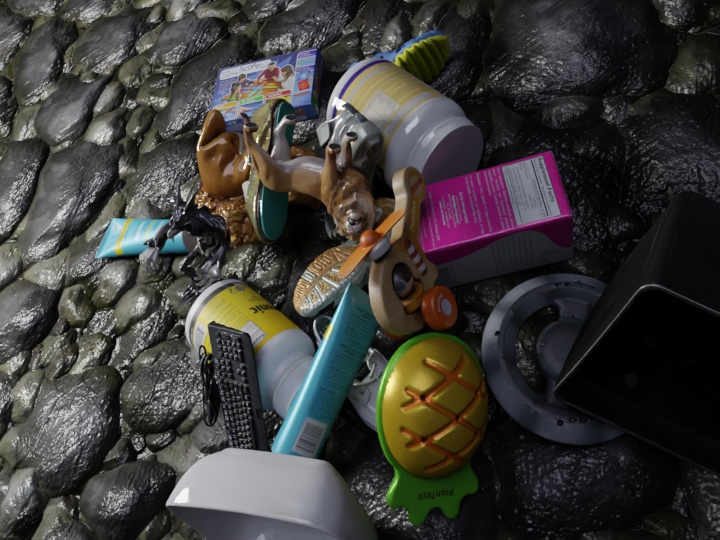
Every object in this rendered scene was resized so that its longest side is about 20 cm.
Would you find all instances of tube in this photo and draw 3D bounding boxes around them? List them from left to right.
[{"bbox_3d":[-0.348,-0.055,0.989,0.196,0.051,0.079,0,55,26],"label":"tube"},{"bbox_3d":[-0.033,0.119,0.678,0.050,0.077,0.203,23,85,36],"label":"tube"}]

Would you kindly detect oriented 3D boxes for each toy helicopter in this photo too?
[{"bbox_3d":[0.042,-0.030,0.672,0.078,0.131,0.204,-18,56,42],"label":"toy helicopter"}]

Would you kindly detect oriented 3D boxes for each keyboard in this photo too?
[{"bbox_3d":[-0.159,0.164,0.724,0.103,0.205,0.039,9,21,41],"label":"keyboard"}]

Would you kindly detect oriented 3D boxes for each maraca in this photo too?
[{"bbox_3d":[0.078,0.169,0.649,0.134,0.107,0.205,-1,92,-20],"label":"maraca"}]

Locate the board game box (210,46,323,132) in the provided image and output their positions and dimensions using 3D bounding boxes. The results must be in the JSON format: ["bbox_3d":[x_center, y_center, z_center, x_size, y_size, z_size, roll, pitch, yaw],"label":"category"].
[{"bbox_3d":[-0.166,-0.314,1.065,0.196,0.035,0.138,-6,60,17],"label":"board game box"}]

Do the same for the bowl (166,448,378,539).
[{"bbox_3d":[-0.078,0.253,0.634,0.196,0.201,0.076,1,51,21],"label":"bowl"}]

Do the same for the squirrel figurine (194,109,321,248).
[{"bbox_3d":[-0.153,-0.123,0.919,0.184,0.141,0.204,21,85,17],"label":"squirrel figurine"}]

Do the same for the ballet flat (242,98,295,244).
[{"bbox_3d":[-0.130,-0.134,0.824,0.069,0.071,0.205,2,80,20],"label":"ballet flat"}]

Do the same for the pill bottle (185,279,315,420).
[{"bbox_3d":[-0.127,0.106,0.778,0.199,0.112,0.112,35,78,31],"label":"pill bottle"}]

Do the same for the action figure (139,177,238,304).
[{"bbox_3d":[-0.228,-0.022,0.827,0.117,0.202,0.103,18,53,19],"label":"action figure"}]

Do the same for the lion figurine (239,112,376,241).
[{"bbox_3d":[-0.066,-0.118,0.755,0.197,0.124,0.073,23,44,18],"label":"lion figurine"}]

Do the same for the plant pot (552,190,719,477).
[{"bbox_3d":[0.329,0.049,0.582,0.196,0.202,0.179,24,52,9],"label":"plant pot"}]

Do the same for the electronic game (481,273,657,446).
[{"bbox_3d":[0.237,0.096,0.690,0.195,0.042,0.204,-5,62,9],"label":"electronic game"}]

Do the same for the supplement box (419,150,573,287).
[{"bbox_3d":[0.159,-0.057,0.767,0.196,0.102,0.105,-13,58,13],"label":"supplement box"}]

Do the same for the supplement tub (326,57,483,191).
[{"bbox_3d":[0.060,-0.193,0.851,0.145,0.146,0.200,-42,57,-6],"label":"supplement tub"}]

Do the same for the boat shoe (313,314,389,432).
[{"bbox_3d":[0.003,0.132,0.741,0.074,0.067,0.199,-47,58,-9],"label":"boat shoe"}]

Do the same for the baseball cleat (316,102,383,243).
[{"bbox_3d":[-0.022,-0.135,0.828,0.069,0.202,0.107,-21,60,-34],"label":"baseball cleat"}]

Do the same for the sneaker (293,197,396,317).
[{"bbox_3d":[0.000,0.000,0.799,0.200,0.088,0.075,-45,46,-15],"label":"sneaker"}]

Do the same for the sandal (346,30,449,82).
[{"bbox_3d":[0.050,-0.327,0.971,0.197,0.080,0.088,-29,53,2],"label":"sandal"}]
